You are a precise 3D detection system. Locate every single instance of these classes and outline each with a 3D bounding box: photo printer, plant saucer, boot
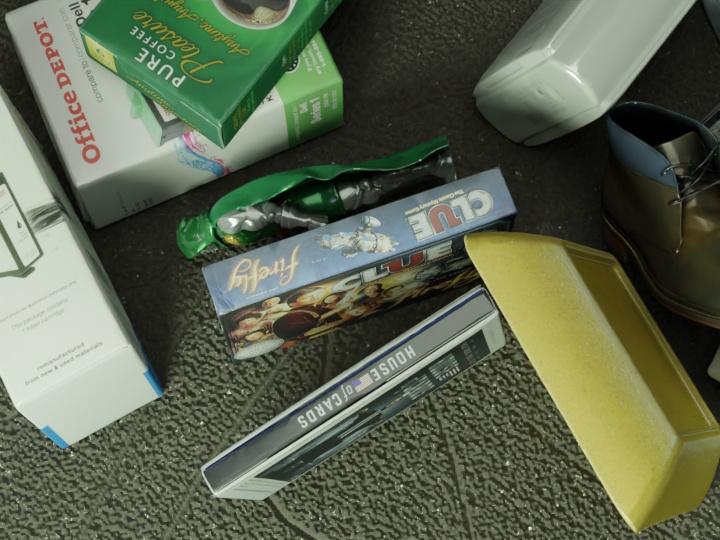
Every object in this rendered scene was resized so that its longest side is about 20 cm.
[{"bbox_3d":[0.176,-0.185,1.080,0.069,0.166,0.200,41,76,-8],"label":"photo printer"},{"bbox_3d":[0.160,0.057,0.986,0.048,0.200,0.201,-34,75,17],"label":"plant saucer"},{"bbox_3d":[0.209,-0.036,0.998,0.074,0.098,0.200,-22,30,-17],"label":"boot"}]

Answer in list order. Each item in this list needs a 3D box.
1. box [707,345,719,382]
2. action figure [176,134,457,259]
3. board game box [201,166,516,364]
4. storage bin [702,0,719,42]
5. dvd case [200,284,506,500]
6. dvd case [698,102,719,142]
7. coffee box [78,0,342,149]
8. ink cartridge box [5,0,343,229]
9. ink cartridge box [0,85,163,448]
[{"bbox_3d":[0.340,0.052,0.969,0.152,0.200,0.107,34,74,-10],"label":"box"},{"bbox_3d":[-0.031,-0.046,1.080,0.198,0.118,0.055,-15,85,5],"label":"action figure"},{"bbox_3d":[0.000,0.000,1.038,0.198,0.136,0.035,-19,74,-5],"label":"board game box"},{"bbox_3d":[0.347,-0.203,1.075,0.133,0.200,0.146,-18,73,-15],"label":"storage bin"},{"bbox_3d":[0.002,0.082,0.989,0.199,0.150,0.025,-32,78,1],"label":"dvd case"},{"bbox_3d":[0.329,-0.065,1.034,0.200,0.149,0.016,39,34,-9],"label":"dvd case"},{"bbox_3d":[-0.082,-0.194,1.056,0.122,0.044,0.201,33,74,9],"label":"coffee box"},{"bbox_3d":[-0.130,-0.140,1.106,0.199,0.084,0.146,-23,75,-7],"label":"ink cartridge box"},{"bbox_3d":[-0.216,-0.001,1.033,0.084,0.146,0.201,-28,74,-6],"label":"ink cartridge box"}]
